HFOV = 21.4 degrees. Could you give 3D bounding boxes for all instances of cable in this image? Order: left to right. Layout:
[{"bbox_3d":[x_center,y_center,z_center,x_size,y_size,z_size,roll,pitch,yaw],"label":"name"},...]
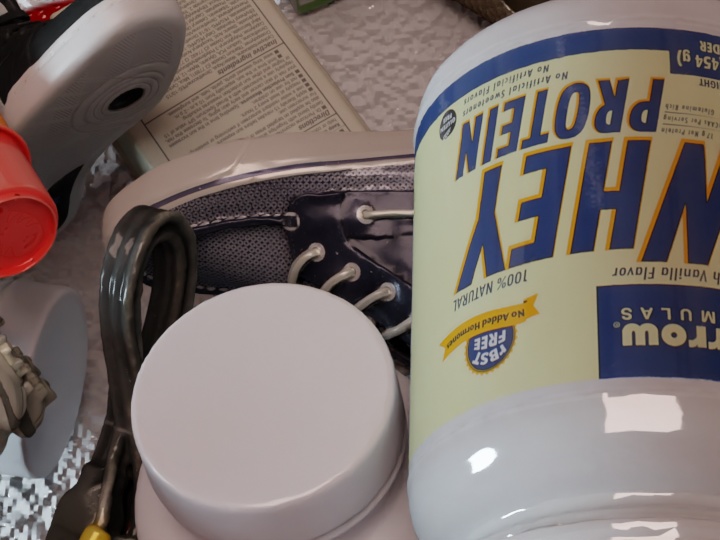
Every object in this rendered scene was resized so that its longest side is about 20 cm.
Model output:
[{"bbox_3d":[-0.080,0.080,0.724,0.050,0.097,0.201,20,93,34],"label":"cable"}]

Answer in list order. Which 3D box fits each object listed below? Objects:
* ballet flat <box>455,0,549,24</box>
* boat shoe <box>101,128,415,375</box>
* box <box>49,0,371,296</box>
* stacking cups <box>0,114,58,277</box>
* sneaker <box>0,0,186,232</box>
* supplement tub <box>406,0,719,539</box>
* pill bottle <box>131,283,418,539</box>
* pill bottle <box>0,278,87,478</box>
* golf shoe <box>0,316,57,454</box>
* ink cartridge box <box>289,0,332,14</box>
[{"bbox_3d":[0.097,-0.130,0.900,0.200,0.046,0.067,35,72,19],"label":"ballet flat"},{"bbox_3d":[0.000,0.000,0.741,0.199,0.075,0.093,-10,59,1],"label":"boat shoe"},{"bbox_3d":[-0.048,-0.047,0.854,0.095,0.078,0.200,-30,65,-10],"label":"box"},{"bbox_3d":[-0.171,-0.070,0.754,0.060,0.061,0.200,-32,52,-11],"label":"stacking cups"},{"bbox_3d":[-0.148,-0.094,0.810,0.073,0.200,0.112,-17,73,-35],"label":"sneaker"},{"bbox_3d":[0.087,0.028,0.617,0.144,0.145,0.201,-1,61,4],"label":"supplement tub"},{"bbox_3d":[-0.017,0.099,0.702,0.119,0.200,0.120,-5,52,6],"label":"pill bottle"},{"bbox_3d":[-0.223,0.033,0.812,0.199,0.111,0.112,9,65,8],"label":"pill bottle"},{"bbox_3d":[-0.208,0.003,0.724,0.097,0.078,0.200,-37,69,-3],"label":"golf shoe"},{"bbox_3d":[-0.051,-0.237,0.933,0.059,0.104,0.201,-24,64,-8],"label":"ink cartridge box"}]
